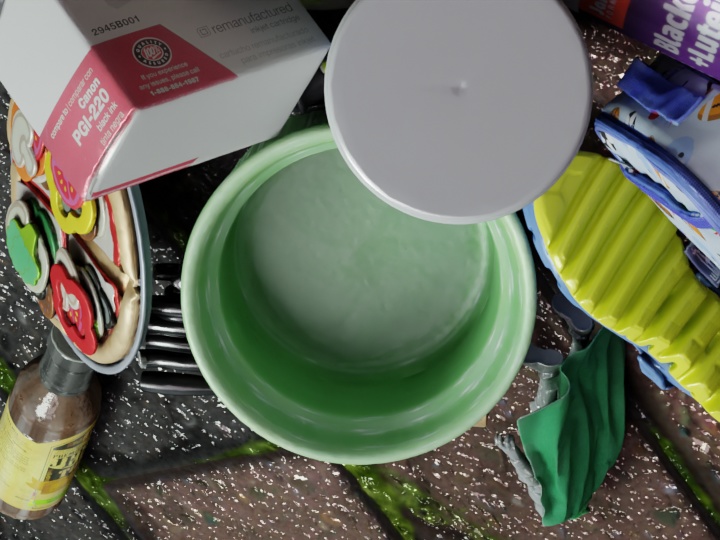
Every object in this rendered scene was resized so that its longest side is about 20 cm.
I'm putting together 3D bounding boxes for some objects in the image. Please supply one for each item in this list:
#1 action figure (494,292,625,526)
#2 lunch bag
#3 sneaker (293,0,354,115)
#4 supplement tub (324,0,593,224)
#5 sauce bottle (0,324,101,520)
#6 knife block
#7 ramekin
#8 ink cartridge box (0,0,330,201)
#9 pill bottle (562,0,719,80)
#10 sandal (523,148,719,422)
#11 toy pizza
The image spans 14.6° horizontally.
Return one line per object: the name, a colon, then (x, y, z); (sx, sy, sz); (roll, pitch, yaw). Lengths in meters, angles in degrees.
action figure: (0.123, 0.095, 1.692); (0.055, 0.118, 0.200); (32, 153, 25)
lunch bag: (0.195, -0.038, 1.442); (0.160, 0.076, 0.200); (43, -178, -15)
sneaker: (-0.004, -0.110, 1.568); (0.199, 0.083, 0.072); (2, 132, 33)
supplement tub: (0.048, -0.091, 1.416); (0.132, 0.132, 0.200); (35, -176, -2)
sauce bottle: (-0.215, 0.100, 1.948); (0.065, 0.065, 0.200); (31, 143, 3)
knife block: (-0.039, 0.054, 1.728); (0.200, 0.064, 0.175); (44, 116, -13)
ramekin: (0.000, 0.000, 1.606); (0.199, 0.098, 0.201); (0, 109, 1)
ink cartridge box: (-0.134, -0.154, 1.507); (0.200, 0.145, 0.085); (53, 138, 18)
pill bottle: (0.161, -0.161, 1.377); (0.199, 0.112, 0.112); (26, 141, 9)
sandal: (0.156, 0.011, 1.579); (0.200, 0.079, 0.087); (49, 170, -20)
toy pizza: (-0.182, -0.032, 1.728); (0.200, 0.032, 0.201); (39, 136, 51)
